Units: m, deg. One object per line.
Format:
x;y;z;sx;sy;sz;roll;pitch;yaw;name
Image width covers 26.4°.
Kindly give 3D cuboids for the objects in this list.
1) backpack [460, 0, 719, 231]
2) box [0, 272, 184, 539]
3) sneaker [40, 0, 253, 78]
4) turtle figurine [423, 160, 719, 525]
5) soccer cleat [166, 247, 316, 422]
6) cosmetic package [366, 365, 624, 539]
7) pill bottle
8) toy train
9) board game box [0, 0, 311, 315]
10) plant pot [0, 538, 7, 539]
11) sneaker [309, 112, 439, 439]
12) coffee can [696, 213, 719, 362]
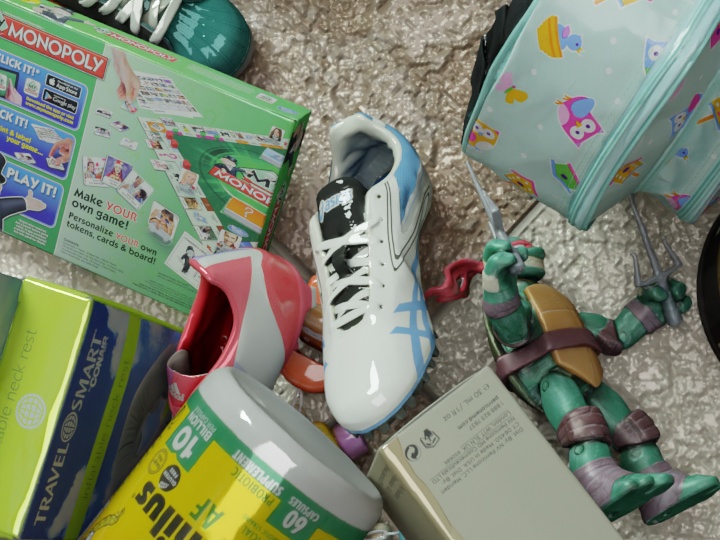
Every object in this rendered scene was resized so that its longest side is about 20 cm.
0.147;-0.113;0.774;0.153;0.176;0.200;42;49;12;backpack
-0.143;0.077;0.799;0.047;0.200;0.123;14;84;17;box
-0.156;-0.169;0.892;0.198;0.080;0.072;28;87;9;sneaker
0.116;0.037;0.829;0.148;0.101;0.202;-4;60;-37;turtle figurine
-0.082;0.084;0.836;0.066;0.076;0.202;27;105;46;soccer cleat
0.091;0.156;0.762;0.073;0.104;0.201;-34;77;-13;cosmetic package
-0.090;0.158;0.761;0.112;0.113;0.201;40;91;10;pill bottle
0.018;0.091;0.853;0.199;0.056;0.151;31;88;10;toy train
-0.139;-0.064;0.876;0.198;0.029;0.136;23;112;9;board game box
-0.256;0.116;0.827;0.198;0.201;0.186;11;73;8;plant pot
0.000;0.000;0.816;0.071;0.072;0.202;-28;40;29;sneaker
0.251;-0.002;0.764;0.144;0.200;0.149;-1;83;6;coffee can
